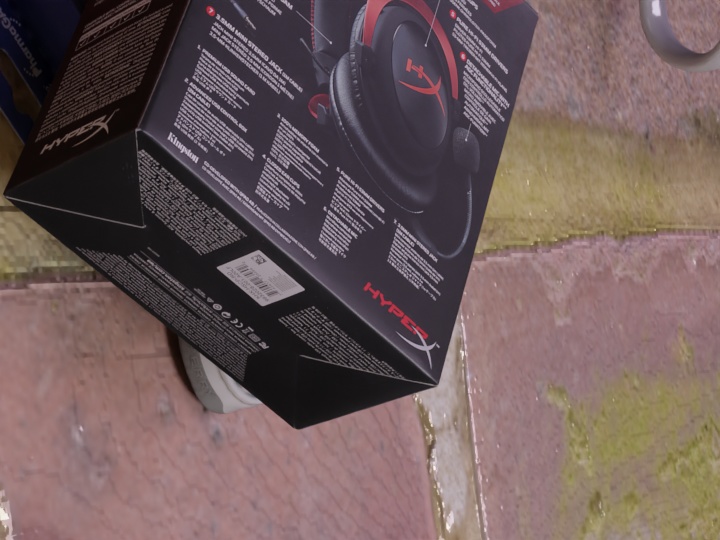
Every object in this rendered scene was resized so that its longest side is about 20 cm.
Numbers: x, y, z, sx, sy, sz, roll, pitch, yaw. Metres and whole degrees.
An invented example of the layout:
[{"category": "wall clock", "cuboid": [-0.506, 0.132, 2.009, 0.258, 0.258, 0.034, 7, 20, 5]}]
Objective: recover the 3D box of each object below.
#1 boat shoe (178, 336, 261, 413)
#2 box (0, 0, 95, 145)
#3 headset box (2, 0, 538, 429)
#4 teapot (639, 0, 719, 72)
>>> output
[{"category": "boat shoe", "cuboid": [-0.001, -0.001, 0.922, 0.202, 0.065, 0.075, -36, 113, -57]}, {"category": "box", "cuboid": [-0.083, -0.121, 0.847, 0.121, 0.032, 0.200, 60, 37, -33]}, {"category": "headset box", "cuboid": [-0.021, -0.070, 0.803, 0.149, 0.075, 0.200, 40, 49, -30]}, {"category": "teapot", "cuboid": [0.172, -0.243, 1.215, 0.197, 0.146, 0.200, 39, 63, -12]}]
